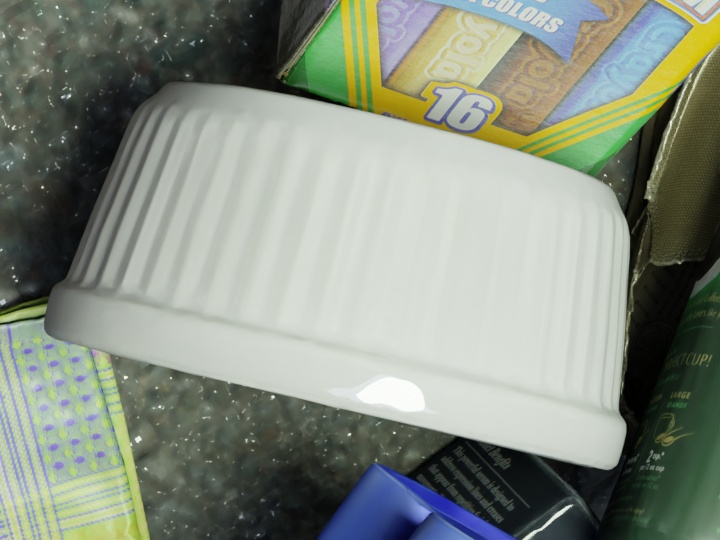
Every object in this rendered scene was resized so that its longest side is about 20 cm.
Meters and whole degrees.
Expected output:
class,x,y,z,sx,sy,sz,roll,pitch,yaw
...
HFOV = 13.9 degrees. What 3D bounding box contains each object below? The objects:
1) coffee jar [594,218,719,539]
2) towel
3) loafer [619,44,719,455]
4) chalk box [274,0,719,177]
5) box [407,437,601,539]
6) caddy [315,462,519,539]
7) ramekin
class,x,y,z,sx,sy,sz,roll,pitch,yaw
coffee jar,0.154,0.021,1.004,0.085,0.104,0.200,22,79,-2
towel,-0.176,0.096,1.057,0.199,0.023,0.144,-15,107,-11
loafer,0.136,-0.018,1.090,0.076,0.067,0.201,15,100,-19
chalk box,0.070,-0.142,0.957,0.124,0.200,0.125,18,55,-19
box,0.024,0.179,1.089,0.200,0.107,0.149,-36,110,-4
caddy,0.052,0.151,0.959,0.200,0.141,0.105,31,91,-19
ramekin,0.000,0.000,0.994,0.202,0.202,0.095,15,88,-18
